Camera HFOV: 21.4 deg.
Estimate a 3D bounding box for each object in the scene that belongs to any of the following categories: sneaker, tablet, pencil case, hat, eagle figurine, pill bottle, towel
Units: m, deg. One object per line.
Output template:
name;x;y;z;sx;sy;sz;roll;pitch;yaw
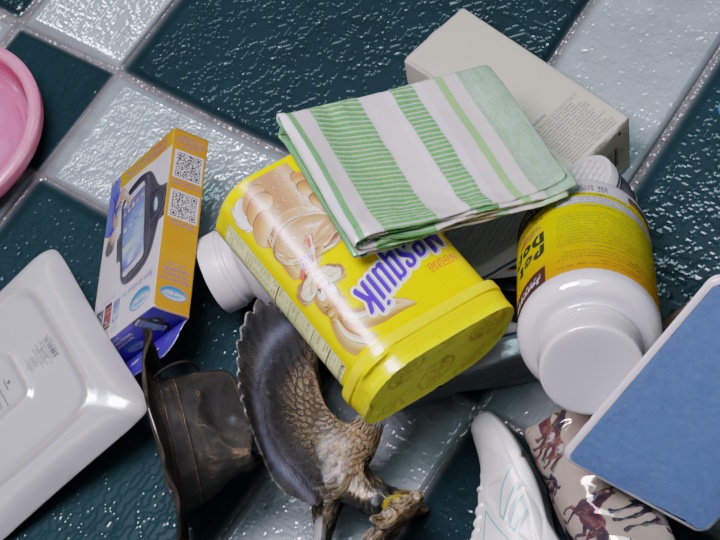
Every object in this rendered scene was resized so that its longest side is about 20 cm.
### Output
sneaker;0.090;0.058;1.565;0.198;0.073;0.071;-12;66;8
tablet;0.250;0.098;1.367;0.129;0.200;0.014;28;34;-10
pencil case;0.201;0.191;1.460;0.089;0.078;0.201;-17;58;-8
hat;-0.122;0.134;1.510;0.080;0.201;0.202;-9;58;-5
eagle figurine;-0.029;0.130;1.514;0.200;0.152;0.151;41;43;10
pill bottle;0.173;0.022;1.458;0.108;0.110;0.200;-8;30;9
sneaker;0.143;-0.020;1.600;0.199;0.079;0.079;-23;41;28
pill bottle;-0.037;-0.035;1.618;0.199;0.111;0.111;-24;57;12
towel;0.050;-0.090;1.481;0.199;0.023;0.153;-16;54;-24
sneaker;0.114;0.200;1.482;0.080;0.070;0.201;-25;56;9

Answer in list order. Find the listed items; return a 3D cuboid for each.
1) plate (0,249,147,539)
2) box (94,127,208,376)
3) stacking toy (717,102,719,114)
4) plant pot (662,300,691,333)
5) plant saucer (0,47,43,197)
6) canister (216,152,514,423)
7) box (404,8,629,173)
plate;-0.299;0.105;1.624;0.200;0.032;0.200;-40;57;7
box;-0.184;-0.010;1.649;0.119;0.041;0.201;-34;42;47
stacking toy;0.390;-0.094;1.578;0.115;0.110;0.201;-19;69;-12
plant pot;0.313;0.071;1.455;0.174;0.200;0.202;-19;57;21
plant saucer;-0.389;-0.123;1.794;0.199;0.051;0.202;-6;59;11
canister;0.000;0.000;1.474;0.148;0.087;0.200;-28;67;-31
box;0.136;-0.139;1.668;0.082;0.069;0.200;-41;59;-18
